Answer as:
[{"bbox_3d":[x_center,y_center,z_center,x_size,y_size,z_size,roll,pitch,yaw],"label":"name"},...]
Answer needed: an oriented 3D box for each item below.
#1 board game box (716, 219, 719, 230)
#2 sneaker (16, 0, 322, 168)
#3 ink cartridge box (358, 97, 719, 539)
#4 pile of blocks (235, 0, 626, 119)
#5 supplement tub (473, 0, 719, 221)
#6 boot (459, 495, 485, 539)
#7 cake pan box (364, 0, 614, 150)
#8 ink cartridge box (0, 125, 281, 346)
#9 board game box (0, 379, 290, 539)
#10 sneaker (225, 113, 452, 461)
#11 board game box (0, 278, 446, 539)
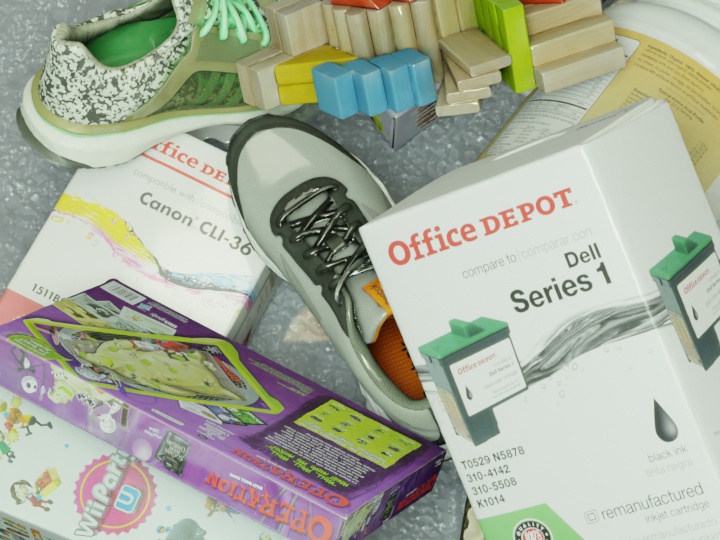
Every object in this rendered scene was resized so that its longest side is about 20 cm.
[{"bbox_3d":[0.261,0.035,1.385,0.199,0.105,0.104,16,60,-43],"label":"board game box"},{"bbox_3d":[-0.082,-0.120,1.438,0.199,0.089,0.077,-25,61,-25],"label":"sneaker"},{"bbox_3d":[0.105,0.039,1.302,0.084,0.146,0.201,-28,96,-50],"label":"ink cartridge box"},{"bbox_3d":[0.030,-0.120,1.398,0.199,0.062,0.082,-8,27,9],"label":"pile of blocks"},{"bbox_3d":[0.144,-0.047,1.448,0.144,0.145,0.200,36,72,12],"label":"supplement tub"},{"bbox_3d":[0.148,0.154,1.418,0.199,0.066,0.176,10,78,2],"label":"boot"},{"bbox_3d":[0.041,-0.193,1.552,0.200,0.052,0.185,-33,75,-14],"label":"cake pan box"},{"bbox_3d":[-0.105,-0.007,1.467,0.116,0.068,0.201,25,70,8],"label":"ink cartridge box"},{"bbox_3d":[-0.104,0.131,1.372,0.199,0.148,0.065,21,72,6],"label":"board game box"},{"bbox_3d":[0.000,0.000,1.392,0.074,0.079,0.201,-34,75,-5],"label":"sneaker"},{"bbox_3d":[-0.070,0.068,1.333,0.199,0.120,0.032,27,108,18],"label":"board game box"}]
